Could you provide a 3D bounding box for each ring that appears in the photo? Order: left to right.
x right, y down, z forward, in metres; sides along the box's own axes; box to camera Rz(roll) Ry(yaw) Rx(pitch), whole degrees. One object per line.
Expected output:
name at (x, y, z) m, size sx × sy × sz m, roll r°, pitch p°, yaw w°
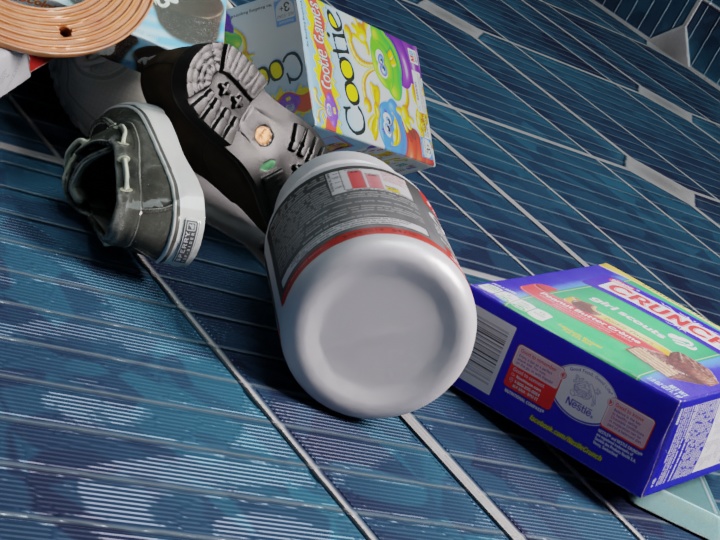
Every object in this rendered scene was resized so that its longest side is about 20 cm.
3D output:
ring at (-0.223, -0.220, 1.186) m, size 0.200 × 0.019 × 0.201 m, roll 19°, pitch 53°, yaw -27°

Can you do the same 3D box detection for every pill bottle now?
pill bottle at (0.000, 0.000, 1.140) m, size 0.116 × 0.116 × 0.200 m, roll 24°, pitch 17°, yaw -16°

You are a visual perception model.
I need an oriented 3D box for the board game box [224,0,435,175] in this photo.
board game box at (-0.037, -0.129, 1.383) m, size 0.105 × 0.103 × 0.200 m, roll -13°, pitch -11°, yaw 25°

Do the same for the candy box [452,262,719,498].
candy box at (0.178, 0.069, 1.250) m, size 0.169 × 0.077 × 0.200 m, roll 30°, pitch 18°, yaw 28°

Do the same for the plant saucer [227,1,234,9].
plant saucer at (-0.138, -0.178, 1.416) m, size 0.200 × 0.050 × 0.200 m, roll 32°, pitch 39°, yaw -31°

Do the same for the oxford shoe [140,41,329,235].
oxford shoe at (-0.079, -0.080, 1.261) m, size 0.084 × 0.073 × 0.200 m, roll 5°, pitch -40°, yaw 45°

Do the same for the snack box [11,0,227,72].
snack box at (-0.185, -0.207, 1.246) m, size 0.200 × 0.037 × 0.116 m, roll 21°, pitch 52°, yaw -26°

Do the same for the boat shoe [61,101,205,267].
boat shoe at (-0.152, -0.063, 1.155) m, size 0.064 × 0.071 × 0.200 m, roll 10°, pitch 17°, yaw -24°

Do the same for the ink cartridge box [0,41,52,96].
ink cartridge box at (-0.285, -0.173, 1.188) m, size 0.161 × 0.050 × 0.200 m, roll 29°, pitch 24°, yaw 0°

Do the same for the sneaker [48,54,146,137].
sneaker at (-0.193, -0.178, 1.308) m, size 0.081 × 0.075 × 0.200 m, roll 104°, pitch -34°, yaw -71°

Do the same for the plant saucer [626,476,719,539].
plant saucer at (0.206, 0.125, 1.282) m, size 0.070 × 0.019 × 0.200 m, roll 26°, pitch 18°, yaw -9°
